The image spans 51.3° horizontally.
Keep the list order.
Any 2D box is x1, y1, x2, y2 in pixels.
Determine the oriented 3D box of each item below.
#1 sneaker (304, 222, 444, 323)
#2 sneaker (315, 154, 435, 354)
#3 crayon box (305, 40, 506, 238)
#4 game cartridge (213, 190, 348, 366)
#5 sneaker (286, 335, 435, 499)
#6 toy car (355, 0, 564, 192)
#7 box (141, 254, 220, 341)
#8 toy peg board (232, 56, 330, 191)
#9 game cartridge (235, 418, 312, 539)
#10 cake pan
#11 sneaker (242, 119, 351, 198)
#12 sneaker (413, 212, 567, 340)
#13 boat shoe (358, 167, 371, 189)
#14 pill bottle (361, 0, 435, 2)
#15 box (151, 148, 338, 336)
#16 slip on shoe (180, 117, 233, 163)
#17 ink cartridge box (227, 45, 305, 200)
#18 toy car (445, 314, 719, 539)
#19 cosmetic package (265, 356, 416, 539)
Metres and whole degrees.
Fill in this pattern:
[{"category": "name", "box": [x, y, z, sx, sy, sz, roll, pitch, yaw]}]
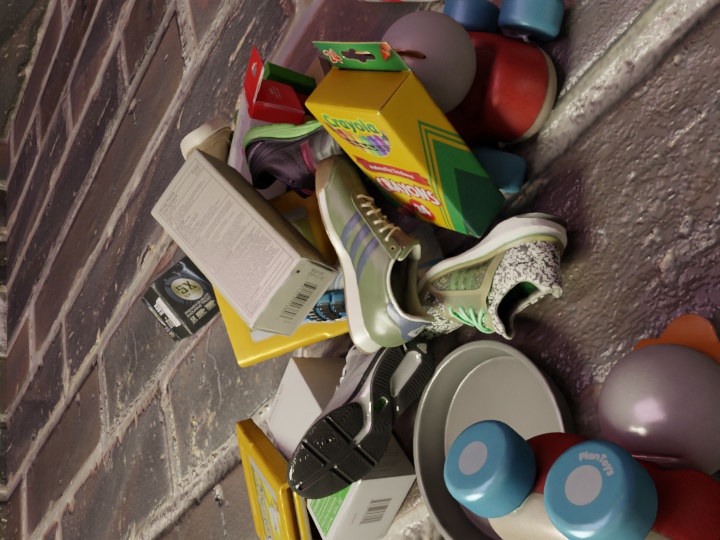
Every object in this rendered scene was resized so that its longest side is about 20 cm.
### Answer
[{"category": "sneaker", "box": [0.000, 0.000, 0.831, 0.197, 0.075, 0.088, -15, 71, 10]}, {"category": "sneaker", "box": [0.021, -0.025, 0.739, 0.089, 0.067, 0.204, -16, 84, 35]}, {"category": "crayon box", "box": [0.033, -0.119, 0.685, 0.051, 0.200, 0.126, -51, 34, -10]}, {"category": "game cartridge", "box": [-0.080, 0.000, 0.892, 0.197, 0.032, 0.179, -20, 89, 11]}, {"category": "sneaker", "box": [-0.006, 0.148, 0.802, 0.201, 0.076, 0.115, -48, 11, -7]}, {"category": "toy car", "box": [0.069, -0.192, 0.725, 0.176, 0.198, 0.188, 23, 101, 53]}, {"category": "box", "box": [-0.216, 0.013, 1.065, 0.086, 0.163, 0.200, 51, 160, -7]}, {"category": "toy peg board", "box": [-0.114, -0.173, 1.067, 0.200, 0.097, 0.202, -46, 48, 40]}, {"category": "game cartridge", "box": [-0.108, 0.300, 0.940, 0.199, 0.032, 0.179, 22, 123, 62]}, {"category": "cake pan", "box": [0.126, 0.169, 0.709, 0.199, 0.036, 0.204, -17, 69, 52]}, {"category": "sneaker", "box": [-0.044, -0.123, 0.829, 0.197, 0.076, 0.085, 0, 92, 35]}, {"category": "sneaker", "box": [0.116, 0.028, 0.708, 0.200, 0.076, 0.090, -43, 38, 43]}, {"category": "boat shoe", "box": [-0.025, -0.103, 0.946, 0.200, 0.061, 0.075, -44, 76, 38]}, {"category": "pill bottle", "box": [0.032, -0.380, 0.891, 0.199, 0.111, 0.114, 28, 106, 53]}, {"category": "box", "box": [-0.127, -0.032, 0.803, 0.095, 0.077, 0.200, -50, 61, 10]}, {"category": "slip on shoe", "box": [-0.202, -0.148, 1.033, 0.061, 0.076, 0.200, 55, 163, 2]}, {"category": "ink cartridge box", "box": [-0.122, -0.166, 0.948, 0.117, 0.066, 0.203, -115, 38, -58]}, {"category": "toy car", "box": [0.196, 0.122, 0.540, 0.176, 0.184, 0.202, -3, 52, 54]}, {"category": "cosmetic package", "box": [-0.028, 0.205, 0.880, 0.200, 0.084, 0.109, 50, 126, 45]}]
